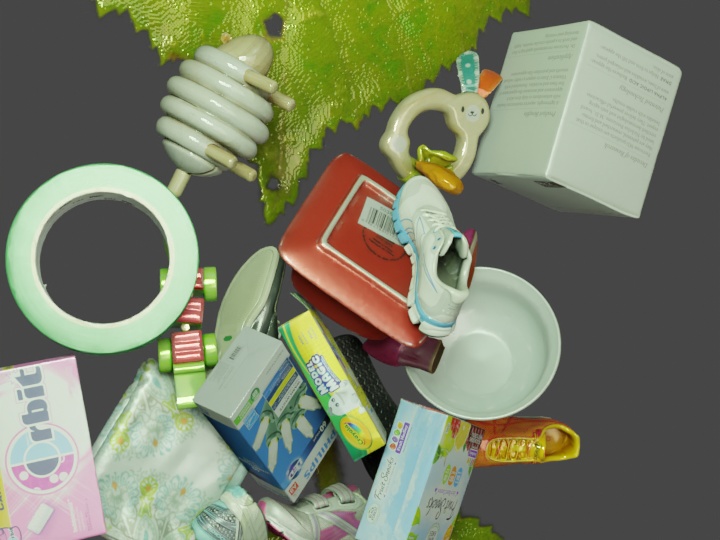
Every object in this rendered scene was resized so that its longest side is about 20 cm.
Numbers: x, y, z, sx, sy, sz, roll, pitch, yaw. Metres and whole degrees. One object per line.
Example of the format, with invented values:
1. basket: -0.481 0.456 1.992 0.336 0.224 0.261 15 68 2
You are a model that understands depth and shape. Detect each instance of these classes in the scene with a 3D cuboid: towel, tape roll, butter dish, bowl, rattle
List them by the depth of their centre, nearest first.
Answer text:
1. tape roll: -0.273 -0.011 1.233 0.199 0.048 0.202 1 83 -11
2. towel: -0.222 0.227 1.320 0.171 0.048 0.201 35 78 -27
3. butter dish: 0.000 0.000 1.366 0.199 0.148 0.200 34 50 -4
4. rattle: 0.127 -0.187 1.418 0.200 0.143 0.130 -41 93 -12
5. bowl: 0.151 0.105 1.459 0.199 0.091 0.203 -2 65 5

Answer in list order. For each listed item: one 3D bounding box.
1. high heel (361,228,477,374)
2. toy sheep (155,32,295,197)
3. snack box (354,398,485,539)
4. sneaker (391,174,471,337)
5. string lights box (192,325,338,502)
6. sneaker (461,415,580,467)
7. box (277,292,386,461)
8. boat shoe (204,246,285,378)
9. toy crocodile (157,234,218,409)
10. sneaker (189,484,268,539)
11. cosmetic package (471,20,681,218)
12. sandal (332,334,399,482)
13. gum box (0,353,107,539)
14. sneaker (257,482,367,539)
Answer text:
1. high heel: 0.077 0.026 1.420 0.068 0.095 0.201 74 36 -58
2. toy sheep: -0.157 -0.169 1.271 0.137 0.138 0.201 33 85 -26
3. snack box: 0.076 0.252 1.387 0.170 0.067 0.200 -70 157 -7
4. sneaker: 0.090 -0.032 1.284 0.074 0.087 0.201 5 55 -23
5. string lights box: -0.102 0.164 1.294 0.103 0.059 0.200 -56 145 -23
6. sneaker: 0.201 0.224 1.527 0.198 0.077 0.074 -4 98 -24
7. box: -0.037 0.118 1.342 0.048 0.117 0.201 -28 87 1
8. boat shoe: -0.126 0.071 1.343 0.067 0.071 0.201 31 67 -42
9. toy crocodile: -0.193 0.053 1.289 0.067 0.062 0.202 -1 77 -9
10. sneaker: -0.149 0.342 1.339 0.086 0.077 0.201 -25 122 -24
11. cosmetic package: 0.273 -0.188 1.476 0.164 0.165 0.202 19 87 -28
12. sandal: 0.007 0.175 1.445 0.075 0.045 0.201 -24 91 -29
13. gum box: -0.340 0.197 1.218 0.113 0.066 0.202 -11 91 -16
14. sneaker: -0.041 0.298 1.410 0.199 0.081 0.089 23 83 -36
